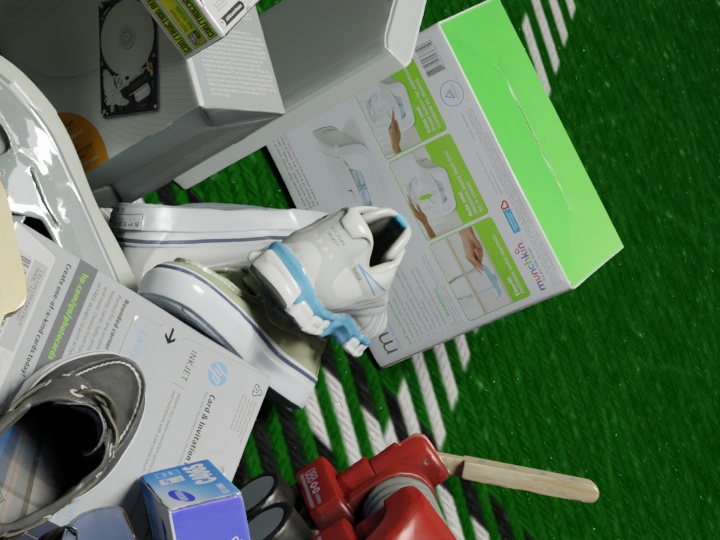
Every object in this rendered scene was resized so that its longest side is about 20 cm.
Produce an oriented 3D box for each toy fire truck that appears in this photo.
[{"bbox_3d":[0.039,0.158,1.213,0.129,0.200,0.176,54,2,-18],"label":"toy fire truck"}]

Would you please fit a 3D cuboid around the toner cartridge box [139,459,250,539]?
[{"bbox_3d":[-0.076,0.212,1.112,0.043,0.095,0.200,-12,98,-15],"label":"toner cartridge box"}]

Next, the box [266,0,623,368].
[{"bbox_3d":[0.053,-0.058,1.413,0.097,0.176,0.200,-32,95,-54],"label":"box"}]

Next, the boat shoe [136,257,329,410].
[{"bbox_3d":[-0.077,0.028,1.250,0.062,0.072,0.200,-67,155,-12],"label":"boat shoe"}]

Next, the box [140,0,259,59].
[{"bbox_3d":[-0.080,-0.218,1.198,0.110,0.035,0.200,53,39,-14],"label":"box"}]

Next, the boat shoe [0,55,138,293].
[{"bbox_3d":[-0.199,-0.038,1.175,0.201,0.070,0.072,61,30,-11],"label":"boat shoe"}]

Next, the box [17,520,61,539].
[{"bbox_3d":[-0.237,0.169,1.003,0.200,0.079,0.141,34,43,-36],"label":"box"}]

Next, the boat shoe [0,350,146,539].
[{"bbox_3d":[-0.157,0.088,1.033,0.070,0.066,0.200,61,33,-3],"label":"boat shoe"}]

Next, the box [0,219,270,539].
[{"bbox_3d":[-0.157,0.086,1.138,0.200,0.041,0.156,33,67,-34],"label":"box"}]

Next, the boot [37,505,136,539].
[{"bbox_3d":[-0.159,0.171,0.986,0.200,0.075,0.097,4,56,-61],"label":"boot"}]

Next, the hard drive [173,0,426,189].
[{"bbox_3d":[-0.039,-0.141,1.327,0.026,0.200,0.132,41,42,-27],"label":"hard drive"}]

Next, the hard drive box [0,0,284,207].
[{"bbox_3d":[-0.147,-0.159,1.241,0.077,0.156,0.200,1,68,-50],"label":"hard drive box"}]

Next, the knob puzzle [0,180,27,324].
[{"bbox_3d":[-0.270,-0.017,1.056,0.219,0.030,0.220,9,66,-21],"label":"knob puzzle"}]

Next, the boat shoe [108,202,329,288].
[{"bbox_3d":[-0.091,-0.009,1.311,0.200,0.073,0.067,0,95,-50],"label":"boat shoe"}]

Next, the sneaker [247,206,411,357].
[{"bbox_3d":[0.000,0.000,1.270,0.075,0.087,0.200,53,6,9],"label":"sneaker"}]
